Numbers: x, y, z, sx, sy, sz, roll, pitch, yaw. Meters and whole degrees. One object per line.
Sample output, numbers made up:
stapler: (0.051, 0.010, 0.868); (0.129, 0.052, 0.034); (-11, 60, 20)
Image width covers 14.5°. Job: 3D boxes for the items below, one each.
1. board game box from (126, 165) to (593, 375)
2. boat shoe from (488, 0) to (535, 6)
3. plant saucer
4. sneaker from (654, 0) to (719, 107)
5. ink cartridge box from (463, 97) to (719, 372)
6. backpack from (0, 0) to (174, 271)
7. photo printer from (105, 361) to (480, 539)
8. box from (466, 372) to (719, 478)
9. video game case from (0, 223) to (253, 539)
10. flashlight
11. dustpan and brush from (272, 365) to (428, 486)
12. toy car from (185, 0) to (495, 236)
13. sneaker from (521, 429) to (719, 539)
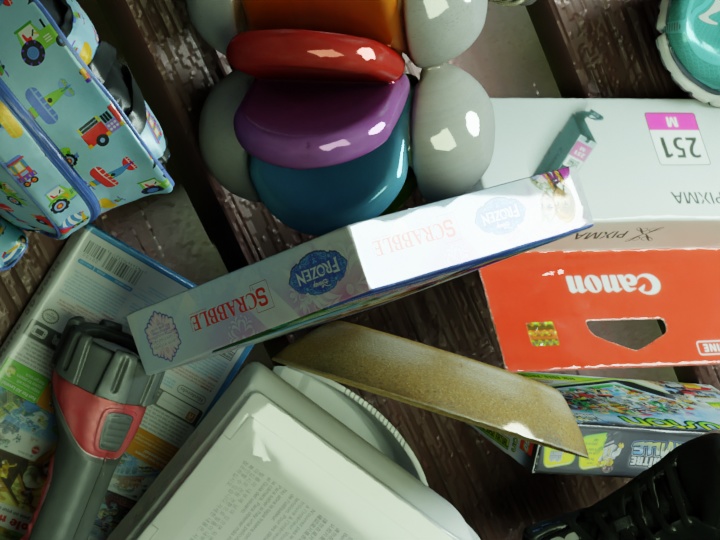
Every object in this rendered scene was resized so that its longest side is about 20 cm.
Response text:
board game box: (0.000, 0.000, 1.649); (0.199, 0.199, 0.041); (-16, 86, -45)
boat shoe: (0.090, -0.196, 1.730); (0.199, 0.074, 0.074); (-22, 116, -18)
plant saucer: (0.046, 0.067, 1.695); (0.199, 0.200, 0.036); (19, 86, -31)
sneaker: (0.273, -0.143, 1.830); (0.199, 0.079, 0.078); (14, 73, -34)
ink cartridge box: (0.159, -0.025, 1.780); (0.199, 0.174, 0.044); (-1, 150, -27)
backpack: (-0.197, -0.090, 1.545); (0.134, 0.200, 0.183); (-40, 122, -9)
photo printer: (-0.036, 0.176, 1.736); (0.200, 0.069, 0.167); (36, 100, -13)
box: (0.174, 0.103, 1.856); (0.199, 0.110, 0.035); (5, 105, -29)
video game case: (-0.167, 0.086, 1.729); (0.143, 0.018, 0.201); (31, 92, -32)
flashlight: (-0.180, 0.129, 1.692); (0.068, 0.068, 0.201); (25, 103, 7)
dustpan and brush: (0.014, 0.159, 1.792); (0.199, 0.057, 0.140); (23, 94, -16)
toy car: (-0.019, -0.109, 1.630); (0.174, 0.150, 0.201); (2, 112, 14)
sneaker: (0.166, 0.167, 1.770); (0.111, 0.073, 0.200); (-9, 156, -25)
